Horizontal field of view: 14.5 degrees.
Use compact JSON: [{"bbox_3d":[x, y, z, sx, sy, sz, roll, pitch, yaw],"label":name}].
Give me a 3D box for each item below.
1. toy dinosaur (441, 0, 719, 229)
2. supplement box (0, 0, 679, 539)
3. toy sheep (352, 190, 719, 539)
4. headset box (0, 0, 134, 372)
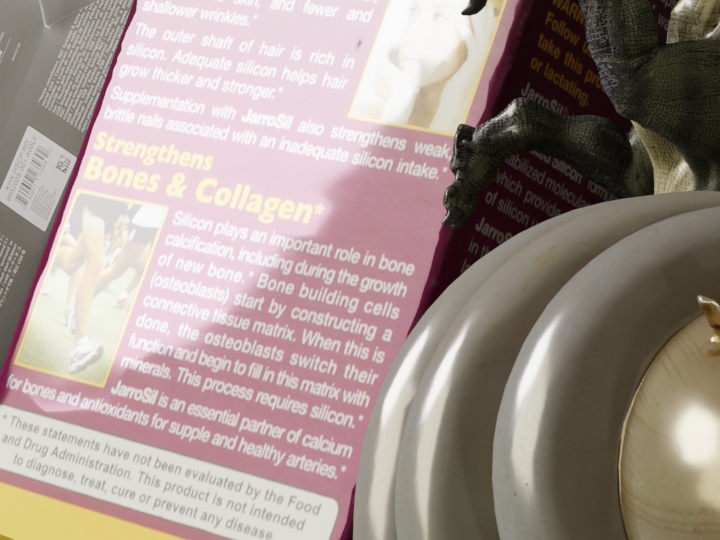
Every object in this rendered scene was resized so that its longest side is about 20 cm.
[{"bbox_3d":[0.064,-0.038,0.613,0.047,0.088,0.201,-63,-20,-69],"label":"toy dinosaur"},{"bbox_3d":[0.000,0.000,0.726,0.131,0.103,0.200,13,80,40],"label":"supplement box"},{"bbox_3d":[0.058,0.052,0.534,0.200,0.138,0.138,152,137,-74],"label":"toy sheep"},{"bbox_3d":[-0.044,-0.026,0.865,0.075,0.200,0.149,33,105,33],"label":"headset box"}]
